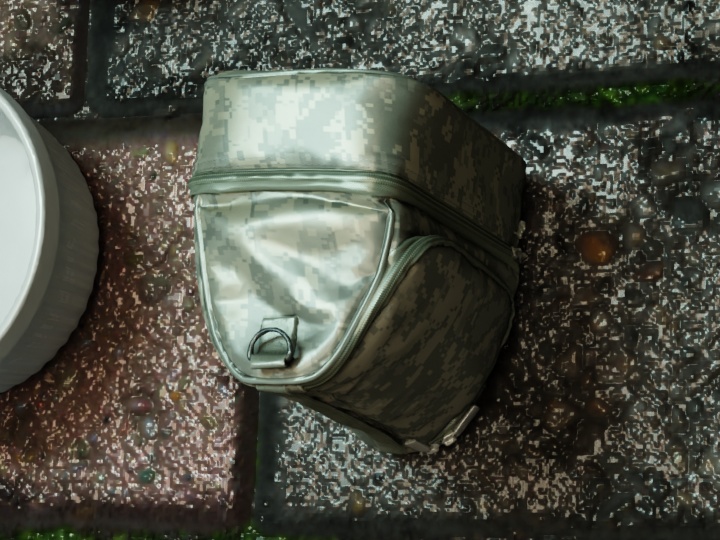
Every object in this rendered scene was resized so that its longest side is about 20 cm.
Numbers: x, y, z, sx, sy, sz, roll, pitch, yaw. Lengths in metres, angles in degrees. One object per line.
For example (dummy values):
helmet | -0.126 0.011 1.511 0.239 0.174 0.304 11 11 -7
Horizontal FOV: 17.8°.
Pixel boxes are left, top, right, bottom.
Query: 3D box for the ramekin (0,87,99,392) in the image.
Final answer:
ramekin | -0.248 -0.015 1.353 0.198 0.105 0.202 -4 78 21

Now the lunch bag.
lunch bag | 0.000 0.000 1.207 0.138 0.200 0.169 3 78 24
